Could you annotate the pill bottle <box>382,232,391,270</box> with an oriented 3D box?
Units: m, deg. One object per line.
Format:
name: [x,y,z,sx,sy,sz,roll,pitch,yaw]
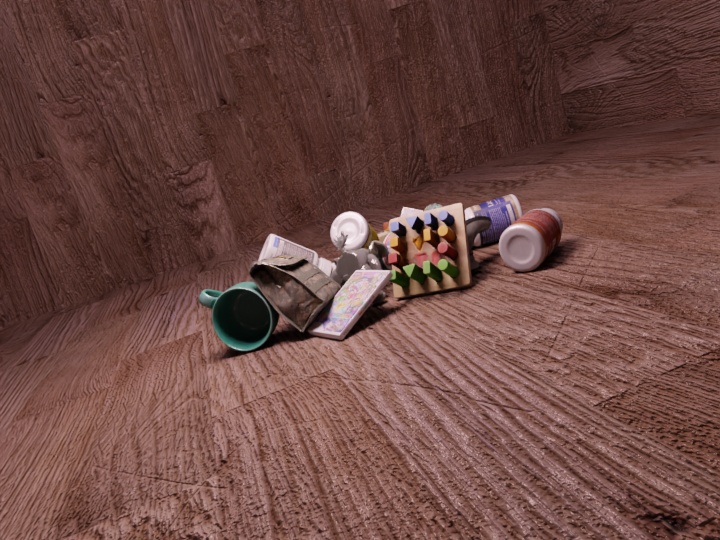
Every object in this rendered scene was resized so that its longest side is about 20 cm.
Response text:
pill bottle: [0.162,-0.047,1.721,0.197,0.115,0.111,7,25,42]

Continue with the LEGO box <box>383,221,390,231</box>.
LEGO box: [0.196,-0.131,2.078,0.197,0.079,0.148,-8,-1,37]

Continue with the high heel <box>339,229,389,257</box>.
high heel: [0.009,-0.072,2.081,0.200,0.072,0.142,-43,23,-10]

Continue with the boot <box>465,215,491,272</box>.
boot: [0.271,-0.057,1.624,0.197,0.133,0.068,-16,-14,-33]

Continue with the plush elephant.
plush elephant: [0.000,0.000,1.684,0.162,0.204,0.154,-19,-9,28]

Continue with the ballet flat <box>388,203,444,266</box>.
ballet flat: [0.142,-0.092,1.643,0.200,0.074,0.074,-44,7,11]

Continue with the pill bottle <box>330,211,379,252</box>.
pill bottle: [-0.007,-0.084,1.826,0.109,0.114,0.200,-14,-17,13]

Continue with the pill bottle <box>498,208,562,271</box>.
pill bottle: [0.414,-0.081,1.534,0.110,0.114,0.199,-8,15,37]

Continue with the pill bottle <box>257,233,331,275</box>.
pill bottle: [-0.189,-0.017,1.853,0.197,0.116,0.114,22,2,-16]

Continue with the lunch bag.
lunch bag: [-0.163,0.032,1.560,0.118,0.199,0.164,-53,-6,15]

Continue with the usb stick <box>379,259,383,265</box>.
usb stick: [0.089,-0.073,1.875,0.201,0.032,0.056,-53,-5,-23]

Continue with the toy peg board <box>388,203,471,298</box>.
toy peg board: [0.148,-0.054,1.526,0.196,0.204,0.097,-11,-17,26]

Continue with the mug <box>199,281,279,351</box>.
mug: [-0.283,0.093,1.569,0.151,0.187,0.114,-33,5,11]

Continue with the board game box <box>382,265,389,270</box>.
board game box: [0.115,-0.034,1.943,0.133,0.035,0.199,-22,12,-20]

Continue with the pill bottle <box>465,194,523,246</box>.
pill bottle: [0.362,-0.136,1.852,0.196,0.118,0.116,-17,12,1]

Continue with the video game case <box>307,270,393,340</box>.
video game case: [-0.025,0.075,1.495,0.201,0.018,0.142,-51,26,-24]

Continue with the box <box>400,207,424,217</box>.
box: [0.188,-0.114,1.844,0.114,0.061,0.200,13,-9,21]

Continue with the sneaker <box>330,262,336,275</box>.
sneaker: [-0.058,0.018,1.858,0.080,0.078,0.198,-27,13,-32]
